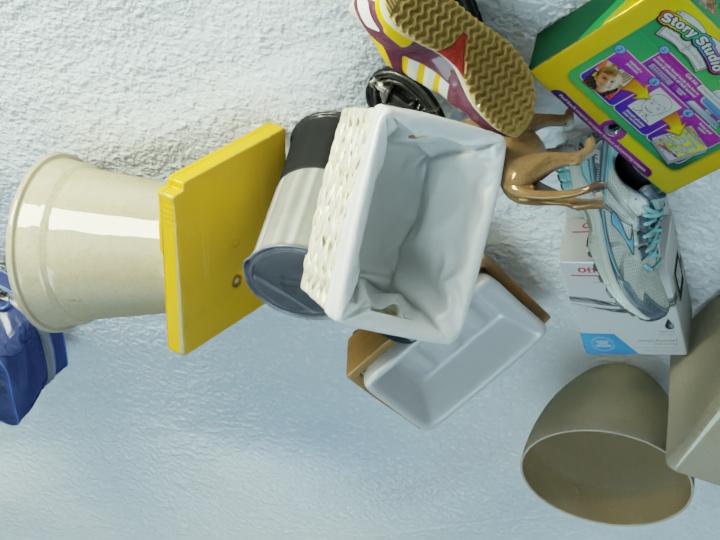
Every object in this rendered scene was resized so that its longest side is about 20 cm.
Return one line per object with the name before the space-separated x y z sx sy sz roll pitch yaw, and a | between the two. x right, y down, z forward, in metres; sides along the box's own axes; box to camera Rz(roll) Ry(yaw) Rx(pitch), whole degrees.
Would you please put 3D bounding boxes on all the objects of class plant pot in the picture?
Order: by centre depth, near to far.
plant pot | 0.451 0.112 1.624 0.199 0.200 0.177 19 132 -3
plant pot | -0.253 -0.026 1.691 0.183 0.201 0.201 4 141 22
plant pot | 0.297 0.190 1.816 0.199 0.135 0.201 11 142 9

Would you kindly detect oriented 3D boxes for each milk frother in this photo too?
milk frother | -0.011 -0.079 1.549 0.179 0.189 0.200 9 142 9

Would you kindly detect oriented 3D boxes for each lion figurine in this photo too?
lion figurine | 0.153 -0.104 1.456 0.122 0.200 0.073 -7 110 -5

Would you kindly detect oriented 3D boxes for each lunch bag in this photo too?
lunch bag | -0.458 0.083 1.977 0.135 0.133 0.200 26 146 13

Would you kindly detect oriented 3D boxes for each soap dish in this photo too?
soap dish | 0.093 0.072 1.712 0.200 0.081 0.157 -42 136 9

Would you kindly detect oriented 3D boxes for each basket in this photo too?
basket | 0.033 -0.047 1.440 0.135 0.201 0.123 11 -175 -25

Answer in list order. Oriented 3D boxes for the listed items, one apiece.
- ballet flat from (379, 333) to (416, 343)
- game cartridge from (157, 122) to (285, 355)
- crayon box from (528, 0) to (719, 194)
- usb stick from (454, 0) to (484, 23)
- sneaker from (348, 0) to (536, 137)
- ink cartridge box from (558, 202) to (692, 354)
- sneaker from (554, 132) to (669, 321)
ballet flat | 0.000 0.000 1.656 0.073 0.200 0.073 -23 143 -19
game cartridge | -0.141 -0.034 1.627 0.032 0.176 0.201 20 126 32
crayon box | 0.285 -0.178 1.418 0.200 0.058 0.172 37 137 -24
usb stick | 0.088 -0.235 1.444 0.055 0.033 0.200 4 142 30
sneaker | 0.077 -0.197 1.420 0.200 0.075 0.090 43 163 -25
ink cartridge box | 0.279 0.004 1.643 0.115 0.067 0.200 -1 139 22
sneaker | 0.265 -0.046 1.523 0.086 0.078 0.201 -24 94 29
